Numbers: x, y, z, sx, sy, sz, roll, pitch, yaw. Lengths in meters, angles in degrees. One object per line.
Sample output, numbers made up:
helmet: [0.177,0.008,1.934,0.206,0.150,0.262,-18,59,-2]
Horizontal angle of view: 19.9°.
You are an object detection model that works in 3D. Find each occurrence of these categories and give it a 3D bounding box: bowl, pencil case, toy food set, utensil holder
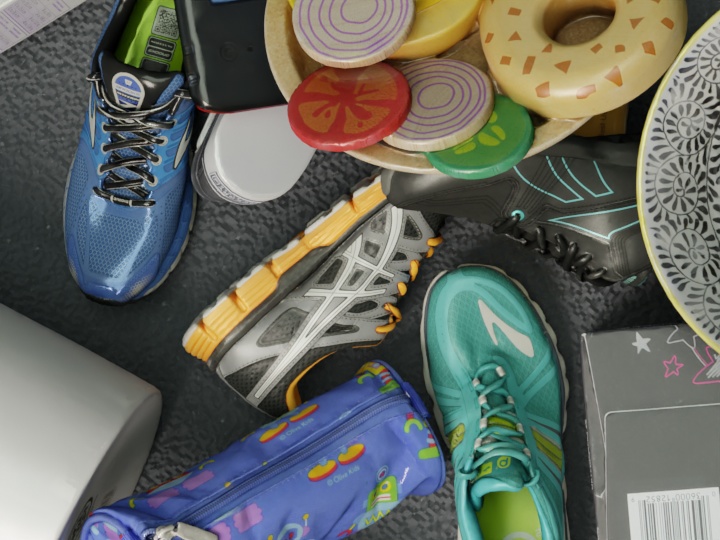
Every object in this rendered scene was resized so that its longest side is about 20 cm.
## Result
bowl: [0.240,-0.040,0.968,0.199,0.094,0.202,-1,87,25]
pencil case: [-0.048,0.118,1.055,0.199,0.087,0.078,-27,73,-28]
toy food set: [0.044,-0.131,1.003,0.197,0.049,0.201,-26,61,-3]
utensil holder: [-0.227,0.089,1.076,0.199,0.170,0.171,26,89,7]

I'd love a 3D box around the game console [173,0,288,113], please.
game console: [-0.019,-0.190,1.071,0.176,0.031,0.201,-10,90,-21]

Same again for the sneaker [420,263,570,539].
sneaker: [0.077,0.093,1.086,0.077,0.080,0.201,-12,84,5]

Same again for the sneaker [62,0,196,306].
sneaker: [-0.125,-0.081,1.116,0.078,0.089,0.201,9,86,8]

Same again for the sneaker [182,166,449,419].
sneaker: [0.000,0.000,1.110,0.200,0.078,0.077,-39,92,8]

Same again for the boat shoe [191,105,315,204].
boat shoe: [-0.025,-0.118,1.119,0.072,0.068,0.201,37,74,-19]

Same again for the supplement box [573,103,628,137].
supplement box: [0.117,-0.133,1.107,0.066,0.069,0.201,7,85,7]

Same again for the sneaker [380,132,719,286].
sneaker: [0.109,-0.031,1.030,0.198,0.075,0.080,0,90,-3]

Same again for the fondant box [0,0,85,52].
fondant box: [-0.158,-0.235,1.140,0.199,0.058,0.145,-31,76,4]

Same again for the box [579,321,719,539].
box: [0.217,0.088,1.055,0.199,0.115,0.133,-5,86,7]
